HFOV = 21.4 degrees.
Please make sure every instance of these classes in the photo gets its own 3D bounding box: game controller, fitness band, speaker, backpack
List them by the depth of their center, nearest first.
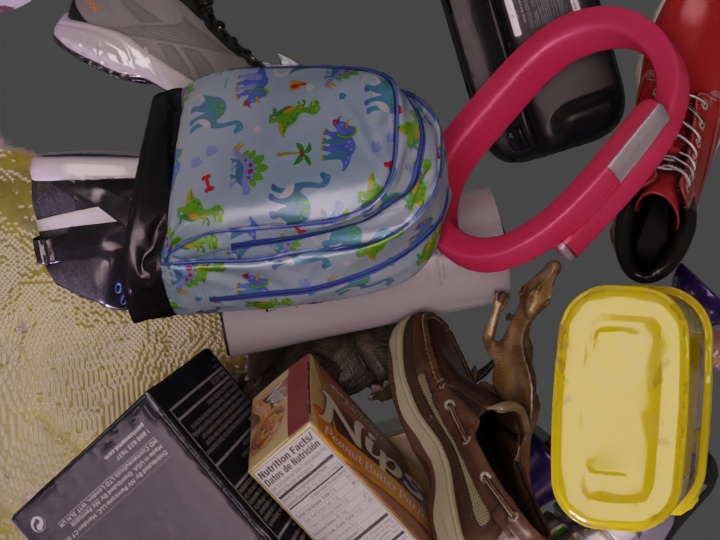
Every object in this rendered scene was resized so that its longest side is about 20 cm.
[{"bbox_3d":[-0.042,-0.053,1.190,0.198,0.154,0.165,7,57,0],"label":"backpack"},{"bbox_3d":[0.122,-0.082,1.212,0.200,0.144,0.037,-48,131,-2],"label":"fitness band"},{"bbox_3d":[0.000,0.000,1.280,0.198,0.081,0.082,-12,95,-5],"label":"speaker"},{"bbox_3d":[0.110,-0.178,1.292,0.103,0.042,0.202,-17,95,-6],"label":"game controller"}]

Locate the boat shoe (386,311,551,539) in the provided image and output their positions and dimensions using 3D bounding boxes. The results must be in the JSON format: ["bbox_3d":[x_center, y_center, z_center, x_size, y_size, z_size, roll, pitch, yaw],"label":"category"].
[{"bbox_3d":[0.076,0.104,1.203,0.075,0.074,0.204,-34,52,24],"label":"boat shoe"}]

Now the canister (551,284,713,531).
[{"bbox_3d":[0.169,0.081,1.170,0.086,0.200,0.150,3,88,13],"label":"canister"}]

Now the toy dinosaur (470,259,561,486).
[{"bbox_3d":[0.099,0.089,1.247,0.058,0.101,0.202,-4,103,-11],"label":"toy dinosaur"}]

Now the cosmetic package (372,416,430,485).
[{"bbox_3d":[-0.022,0.172,1.327,0.198,0.073,0.105,-17,94,8],"label":"cosmetic package"}]

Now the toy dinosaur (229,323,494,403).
[{"bbox_3d":[-0.005,0.063,1.306,0.198,0.103,0.077,-20,133,-5],"label":"toy dinosaur"}]

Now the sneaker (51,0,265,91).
[{"bbox_3d":[-0.111,-0.151,1.302,0.198,0.074,0.080,24,94,4],"label":"sneaker"}]

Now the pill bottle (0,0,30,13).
[{"bbox_3d":[-0.258,-0.227,1.245,0.113,0.200,0.116,1,96,6],"label":"pill bottle"}]

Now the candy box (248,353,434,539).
[{"bbox_3d":[0.013,0.158,1.207,0.055,0.116,0.200,-40,105,10],"label":"candy box"}]

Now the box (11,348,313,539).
[{"bbox_3d":[-0.092,0.174,1.197,0.123,0.200,0.199,-42,89,8],"label":"box"}]

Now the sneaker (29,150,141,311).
[{"bbox_3d":[-0.131,-0.026,1.324,0.198,0.073,0.113,2,101,14],"label":"sneaker"}]

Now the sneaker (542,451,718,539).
[{"bbox_3d":[0.173,0.209,1.318,0.199,0.075,0.116,-31,117,-3],"label":"sneaker"}]

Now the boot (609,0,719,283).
[{"bbox_3d":[0.207,-0.093,1.232,0.072,0.144,0.202,13,97,7],"label":"boot"}]

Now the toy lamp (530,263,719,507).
[{"bbox_3d":[0.169,0.085,1.302,0.058,0.058,0.200,44,97,0],"label":"toy lamp"}]
